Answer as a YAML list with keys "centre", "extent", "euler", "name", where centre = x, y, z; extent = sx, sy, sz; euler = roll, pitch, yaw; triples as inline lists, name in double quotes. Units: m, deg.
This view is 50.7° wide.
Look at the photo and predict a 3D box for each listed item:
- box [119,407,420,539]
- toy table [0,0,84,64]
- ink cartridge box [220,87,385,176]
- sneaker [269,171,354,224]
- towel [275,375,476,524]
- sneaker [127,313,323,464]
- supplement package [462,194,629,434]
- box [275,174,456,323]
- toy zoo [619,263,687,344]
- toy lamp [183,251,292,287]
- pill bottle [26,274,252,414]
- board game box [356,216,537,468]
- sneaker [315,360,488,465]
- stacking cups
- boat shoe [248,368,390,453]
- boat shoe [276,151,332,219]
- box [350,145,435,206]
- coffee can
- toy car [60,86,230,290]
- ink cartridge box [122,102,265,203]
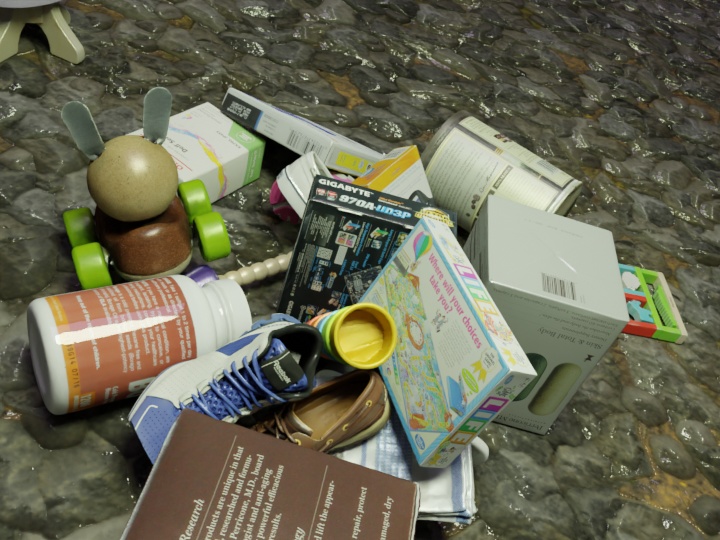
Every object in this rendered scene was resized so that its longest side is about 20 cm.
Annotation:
- centre: [-0.079, 0.241, 0.578]
  extent: [0.200, 0.166, 0.164]
  euler: [18, 42, -2]
  name: "box"
- centre: [-0.502, -0.397, 1.144]
  extent: [0.184, 0.117, 0.200]
  euler: [31, 41, 13]
  name: "toy table"
- centre: [-0.069, -0.189, 1.099]
  extent: [0.197, 0.047, 0.200]
  euler: [30, 10, 27]
  name: "ink cartridge box"
- centre: [-0.017, -0.087, 1.026]
  extent: [0.200, 0.081, 0.088]
  euler: [27, 35, -2]
  name: "sneaker"
- centre: [0.010, 0.167, 0.737]
  extent: [0.200, 0.024, 0.147]
  euler: [1, 56, 5]
  name: "towel"
- centre: [-0.110, 0.099, 0.688]
  extent: [0.199, 0.115, 0.081]
  euler: [-35, 98, -26]
  name: "sneaker"
- centre: [0.178, 0.053, 0.859]
  extent: [0.152, 0.200, 0.151]
  euler: [16, 41, -5]
  name: "supplement package"
- centre: [0.000, 0.000, 0.847]
  extent: [0.159, 0.200, 0.046]
  euler: [14, 44, -6]
  name: "box"
- centre: [0.357, 0.034, 1.089]
  extent: [0.200, 0.020, 0.131]
  euler: [11, 42, -10]
  name: "toy zoo"
- centre: [-0.132, 0.006, 0.900]
  extent: [0.200, 0.058, 0.058]
  euler: [-18, 53, -38]
  name: "toy lamp"
- centre: [-0.216, 0.066, 0.756]
  extent: [0.200, 0.112, 0.112]
  euler: [-11, 49, -31]
  name: "pill bottle"
- centre: [0.070, 0.064, 0.719]
  extent: [0.034, 0.135, 0.200]
  euler: [14, 36, -34]
  name: "board game box"
- centre: [0.057, 0.131, 0.824]
  extent: [0.200, 0.071, 0.099]
  euler: [24, 46, 11]
  name: "sneaker"
- centre: [-0.022, 0.071, 0.771]
  extent: [0.060, 0.200, 0.061]
  euler: [2, 82, -16]
  name: "stacking cups"
- centre: [-0.064, 0.150, 0.703]
  extent: [0.200, 0.068, 0.072]
  euler: [-29, 56, -14]
  name: "boat shoe"
- centre: [-0.019, -0.058, 0.945]
  extent: [0.200, 0.065, 0.074]
  euler: [49, 21, -14]
  name: "boat shoe"
- centre: [0.058, -0.042, 0.958]
  extent: [0.041, 0.200, 0.119]
  euler: [0, 30, 37]
  name: "box"
- centre: [0.193, -0.116, 1.092]
  extent: [0.200, 0.146, 0.146]
  euler: [36, 43, 17]
  name: "coffee can"
- centre: [-0.247, -0.099, 0.822]
  extent: [0.164, 0.200, 0.158]
  euler: [-17, 39, -17]
  name: "toy car"
- centre: [-0.235, -0.143, 1.009]
  extent: [0.117, 0.067, 0.200]
  euler: [34, 43, 16]
  name: "ink cartridge box"
